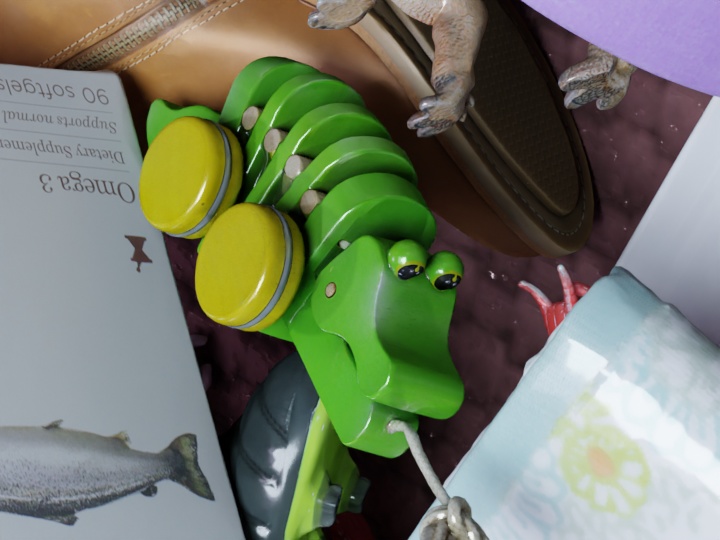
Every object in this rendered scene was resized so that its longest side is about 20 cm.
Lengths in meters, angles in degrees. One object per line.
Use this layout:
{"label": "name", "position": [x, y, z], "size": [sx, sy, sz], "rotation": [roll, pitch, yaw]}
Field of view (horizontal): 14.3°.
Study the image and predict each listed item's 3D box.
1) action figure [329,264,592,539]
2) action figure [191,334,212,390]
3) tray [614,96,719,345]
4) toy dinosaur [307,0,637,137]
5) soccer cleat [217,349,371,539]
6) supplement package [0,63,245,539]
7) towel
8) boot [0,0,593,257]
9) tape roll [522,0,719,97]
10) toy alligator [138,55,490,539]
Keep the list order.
{"label": "action figure", "position": [0.043, 0.045, 0.782], "size": [0.199, 0.065, 0.099], "rotation": [-15, 101, 43]}
{"label": "action figure", "position": [-0.104, 0.108, 0.915], "size": [0.200, 0.148, 0.135], "rotation": [-38, 71, 55]}
{"label": "tray", "position": [0.105, 0.044, 0.788], "size": [0.107, 0.022, 0.201], "rotation": [44, 127, 24]}
{"label": "toy dinosaur", "position": [0.025, -0.113, 0.706], "size": [0.086, 0.199, 0.136], "rotation": [114, 143, -63]}
{"label": "soccer cleat", "position": [-0.055, 0.090, 0.793], "size": [0.081, 0.068, 0.200], "rotation": [26, 130, 2]}
{"label": "supplement package", "position": [-0.113, 0.057, 0.732], "size": [0.117, 0.117, 0.201], "rotation": [-33, 65, 39]}
{"label": "towel", "position": [0.081, 0.115, 0.721], "size": [0.171, 0.048, 0.200], "rotation": [39, 134, 7]}
{"label": "boot", "position": [-0.044, -0.048, 0.815], "size": [0.200, 0.074, 0.155], "rotation": [45, 122, -11]}
{"label": "tape roll", "position": [0.072, -0.132, 0.645], "size": [0.200, 0.200, 0.066], "rotation": [54, 131, 16]}
{"label": "toy alligator", "position": [0.000, 0.000, 0.696], "size": [0.054, 0.059, 0.200], "rotation": [-57, 41, 19]}
